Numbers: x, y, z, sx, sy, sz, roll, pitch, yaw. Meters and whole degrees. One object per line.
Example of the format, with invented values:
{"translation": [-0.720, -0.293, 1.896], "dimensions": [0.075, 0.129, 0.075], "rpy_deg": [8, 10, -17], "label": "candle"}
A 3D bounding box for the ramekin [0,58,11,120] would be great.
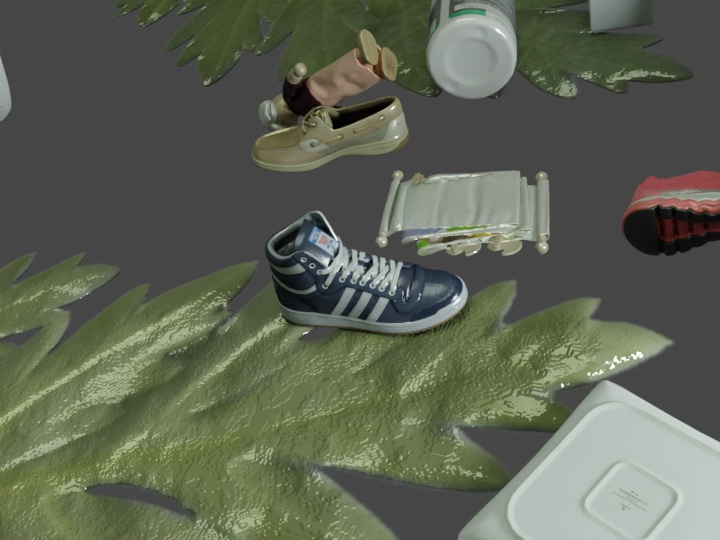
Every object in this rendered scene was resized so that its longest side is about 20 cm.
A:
{"translation": [-0.589, -0.297, 1.438], "dimensions": [0.093, 0.205, 0.202], "rpy_deg": [-22, 38, -27], "label": "ramekin"}

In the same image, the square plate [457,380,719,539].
{"translation": [0.204, 0.181, 0.729], "dimensions": [0.198, 0.029, 0.199], "rpy_deg": [-39, 44, -24], "label": "square plate"}

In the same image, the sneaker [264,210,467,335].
{"translation": [0.000, 0.000, 0.944], "dimensions": [0.197, 0.109, 0.071], "rpy_deg": [-1, 43, 19], "label": "sneaker"}

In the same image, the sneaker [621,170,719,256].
{"translation": [0.350, -0.067, 0.920], "dimensions": [0.197, 0.074, 0.087], "rpy_deg": [2, 42, 22], "label": "sneaker"}

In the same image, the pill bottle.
{"translation": [0.143, -0.319, 1.249], "dimensions": [0.111, 0.114, 0.202], "rpy_deg": [-6, 42, 14], "label": "pill bottle"}

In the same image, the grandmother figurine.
{"translation": [-0.047, -0.222, 1.213], "dimensions": [0.198, 0.121, 0.061], "rpy_deg": [-20, 46, 35], "label": "grandmother figurine"}

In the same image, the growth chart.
{"translation": [0.110, -0.063, 1.046], "dimensions": [0.197, 0.018, 0.146], "rpy_deg": [1, 44, 21], "label": "growth chart"}

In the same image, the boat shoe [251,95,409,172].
{"translation": [-0.042, -0.170, 1.186], "dimensions": [0.197, 0.066, 0.073], "rpy_deg": [-7, 41, 12], "label": "boat shoe"}

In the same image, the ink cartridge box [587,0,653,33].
{"translation": [0.334, -0.430, 1.279], "dimensions": [0.082, 0.146, 0.201], "rpy_deg": [-5, 41, 14], "label": "ink cartridge box"}
